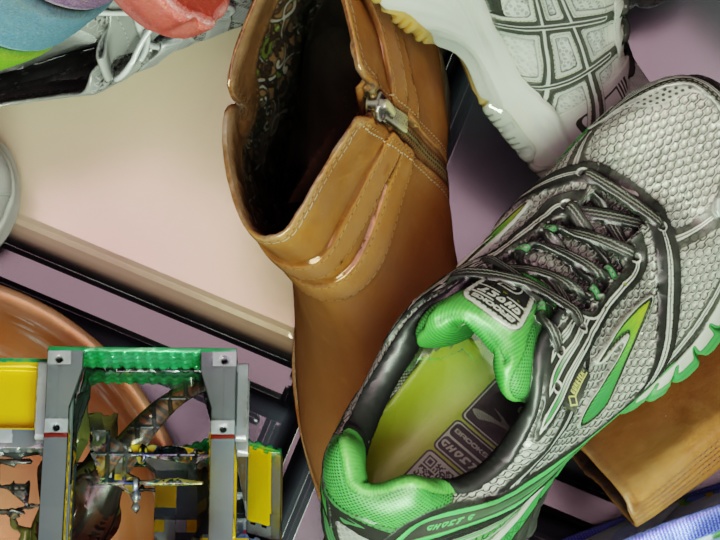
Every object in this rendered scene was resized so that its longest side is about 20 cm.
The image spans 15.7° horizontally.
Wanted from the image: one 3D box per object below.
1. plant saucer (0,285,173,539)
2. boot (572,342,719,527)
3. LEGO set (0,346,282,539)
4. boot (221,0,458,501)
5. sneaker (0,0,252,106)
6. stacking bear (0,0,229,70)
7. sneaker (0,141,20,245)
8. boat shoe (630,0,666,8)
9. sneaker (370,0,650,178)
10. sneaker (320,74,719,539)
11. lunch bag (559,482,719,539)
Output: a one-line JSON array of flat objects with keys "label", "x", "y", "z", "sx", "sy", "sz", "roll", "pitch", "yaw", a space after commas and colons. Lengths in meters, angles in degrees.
[{"label": "plant saucer", "x": -0.156, "y": 0.101, "z": 0.903, "sx": 0.199, "sy": 0.037, "sz": 0.201, "roll": 0, "pitch": 86, "yaw": -1}, {"label": "boot", "x": 0.161, "y": 0.014, "z": 0.835, "sx": 0.200, "sy": 0.188, "sz": 0.069, "roll": -31, "pitch": 125, "yaw": -10}, {"label": "LEGO set", "x": -0.109, "y": 0.098, "z": 0.810, "sx": 0.199, "sy": 0.154, "sz": 0.116, "roll": 4, "pitch": 68, "yaw": -8}, {"label": "boot", "x": 0.000, "y": 0.000, "z": 0.851, "sx": 0.076, "sy": 0.155, "sz": 0.201, "roll": 3, "pitch": 85, "yaw": 12}, {"label": "sneaker", "x": -0.071, "y": -0.092, "z": 0.881, "sx": 0.199, "sy": 0.082, "sz": 0.075, "roll": -19, "pitch": 128, "yaw": 14}, {"label": "stacking bear", "x": -0.140, "y": -0.101, "z": 0.807, "sx": 0.200, "sy": 0.122, "sz": 0.114, "roll": -24, "pitch": 113, "yaw": 29}, {"label": "sneaker", "x": -0.220, "y": -0.026, "z": 0.887, "sx": 0.199, "sy": 0.088, "sz": 0.076, "roll": -9, "pitch": 87, "yaw": -2}, {"label": "boat shoe", "x": 0.055, "y": -0.177, "z": 0.892, "sx": 0.074, "sy": 0.060, "sz": 0.200, "roll": -39, "pitch": 103, "yaw": -29}, {"label": "sneaker", "x": 0.065, "y": -0.094, "z": 0.849, "sx": 0.088, "sy": 0.200, "sz": 0.076, "roll": -34, "pitch": 53, "yaw": 14}, {"label": "sneaker", "x": 0.060, "y": 0.017, "z": 0.802, "sx": 0.078, "sy": 0.085, "sz": 0.200, "roll": 31, "pitch": 71, "yaw": 17}, {"label": "lunch bag", "x": 0.103, "y": 0.166, "z": 0.859, "sx": 0.199, "sy": 0.127, "sz": 0.171, "roll": -20, "pitch": 86, "yaw": -13}]
